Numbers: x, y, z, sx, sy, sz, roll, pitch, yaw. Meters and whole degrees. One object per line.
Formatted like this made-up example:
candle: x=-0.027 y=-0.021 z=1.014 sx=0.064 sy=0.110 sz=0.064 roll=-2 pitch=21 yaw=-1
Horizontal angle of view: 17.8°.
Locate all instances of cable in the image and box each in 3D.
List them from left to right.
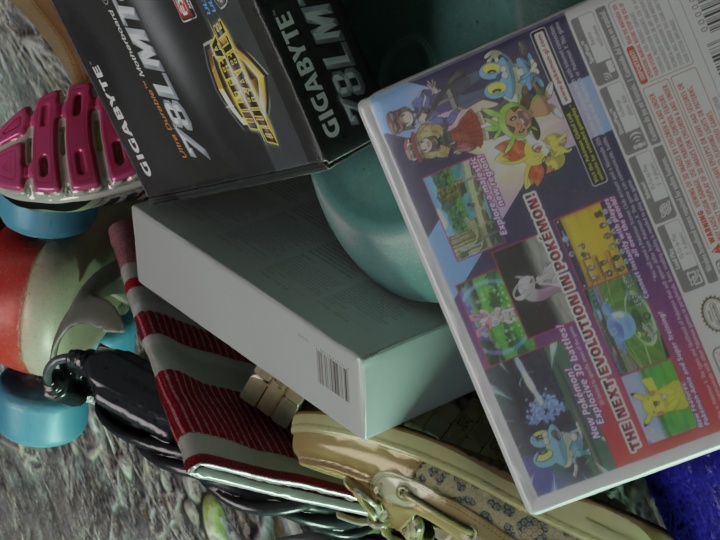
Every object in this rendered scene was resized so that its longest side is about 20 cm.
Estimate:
cable: x=-0.081 y=0.104 z=1.278 sx=0.199 sy=0.051 sz=0.163 roll=25 pitch=169 yaw=11

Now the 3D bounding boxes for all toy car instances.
toy car: x=-0.251 y=-0.016 z=1.472 sx=0.199 sy=0.177 sz=0.185 roll=12 pitch=120 yaw=9

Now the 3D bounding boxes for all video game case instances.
video game case: x=0.117 y=-0.016 z=0.991 sx=0.182 sy=0.023 sz=0.201 roll=-22 pitch=93 yaw=19

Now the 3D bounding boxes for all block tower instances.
block tower: x=0.038 y=0.094 z=1.189 sx=0.200 sy=0.058 sz=0.054 roll=34 pitch=122 yaw=6

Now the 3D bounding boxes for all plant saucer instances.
plant saucer: x=0.032 y=-0.087 z=1.076 sx=0.200 sy=0.036 sz=0.201 roll=-14 pitch=71 yaw=46

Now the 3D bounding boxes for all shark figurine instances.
shark figurine: x=-0.113 y=0.021 z=1.421 sx=0.089 sy=0.214 sz=0.129 roll=-12 pitch=69 yaw=23

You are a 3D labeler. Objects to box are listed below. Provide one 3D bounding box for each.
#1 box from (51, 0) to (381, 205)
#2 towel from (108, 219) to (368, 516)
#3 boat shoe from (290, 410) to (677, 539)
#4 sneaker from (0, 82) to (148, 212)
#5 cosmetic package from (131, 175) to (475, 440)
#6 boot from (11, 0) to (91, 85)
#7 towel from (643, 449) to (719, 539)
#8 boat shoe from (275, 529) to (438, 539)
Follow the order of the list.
box: x=-0.086 y=-0.136 z=1.091 sx=0.198 sy=0.050 sz=0.201 roll=-7 pitch=110 yaw=59
towel: x=-0.053 y=0.051 z=1.246 sx=0.023 sy=0.144 sz=0.200 roll=-58 pitch=34 yaw=27
boat shoe: x=0.051 y=0.120 z=1.106 sx=0.199 sy=0.063 sz=0.073 roll=19 pitch=176 yaw=20
sneaker: x=-0.109 y=-0.062 z=1.291 sx=0.088 sy=0.199 sz=0.074 roll=66 pitch=-166 yaw=-59
cosmetic package: x=0.000 y=0.000 z=1.170 sx=0.200 sy=0.150 sz=0.052 roll=32 pitch=136 yaw=45
boot: x=-0.088 y=-0.131 z=1.281 sx=0.166 sy=0.073 sz=0.200 roll=-1 pitch=157 yaw=30
towel: x=0.192 y=0.133 z=1.061 sx=0.148 sy=0.049 sz=0.201 roll=-24 pitch=90 yaw=60
boat shoe: x=0.032 y=0.176 z=1.269 sx=0.199 sy=0.057 sz=0.069 roll=2 pitch=105 yaw=31
